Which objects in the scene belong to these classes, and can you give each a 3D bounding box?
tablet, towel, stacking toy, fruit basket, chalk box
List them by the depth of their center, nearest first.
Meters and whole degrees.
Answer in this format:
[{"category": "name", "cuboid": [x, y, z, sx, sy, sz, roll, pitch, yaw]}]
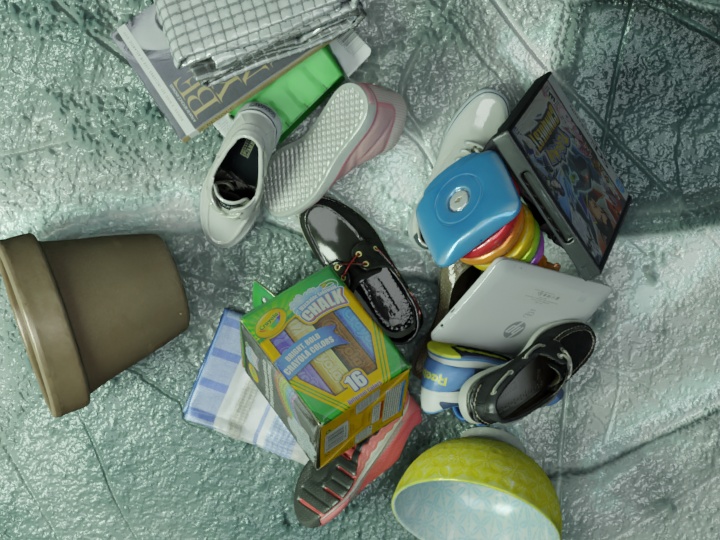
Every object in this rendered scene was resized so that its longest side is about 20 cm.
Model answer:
[{"category": "towel", "cuboid": [-0.113, -0.294, 1.271, 0.199, 0.086, 0.166, -22, 76, 0]}, {"category": "stacking toy", "cuboid": [0.163, -0.031, 1.364, 0.116, 0.110, 0.200, -38, 133, 19]}, {"category": "fruit basket", "cuboid": [-0.118, -0.247, 1.366, 0.185, 0.094, 0.200, -45, 84, 4]}, {"category": "chalk box", "cuboid": [-0.053, 0.090, 1.368, 0.123, 0.125, 0.200, -30, 65, -19]}, {"category": "tablet", "cuboid": [0.183, 0.048, 1.389, 0.199, 0.014, 0.130, 13, 127, -41]}, {"category": "towel", "cuboid": [-0.095, 0.145, 1.459, 0.199, 0.024, 0.148, 23, 97, -7]}]

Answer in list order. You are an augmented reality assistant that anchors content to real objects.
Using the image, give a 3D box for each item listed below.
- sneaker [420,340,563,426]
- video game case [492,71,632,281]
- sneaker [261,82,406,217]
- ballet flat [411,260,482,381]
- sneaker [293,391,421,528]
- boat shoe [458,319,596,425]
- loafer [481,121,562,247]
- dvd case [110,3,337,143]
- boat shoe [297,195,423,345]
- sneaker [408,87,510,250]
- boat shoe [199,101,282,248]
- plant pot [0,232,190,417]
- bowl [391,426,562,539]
[{"category": "sneaker", "cuboid": [0.146, 0.137, 1.423, 0.199, 0.074, 0.083, 15, 94, -32]}, {"category": "video game case", "cuboid": [0.225, -0.108, 1.351, 0.025, 0.200, 0.181, -28, 103, 31]}, {"category": "sneaker", "cuboid": [-0.023, -0.132, 1.388, 0.200, 0.104, 0.076, -45, 69, 33]}, {"category": "ballet flat", "cuboid": [0.111, 0.042, 1.428, 0.067, 0.046, 0.201, 6, 107, -48]}, {"category": "sneaker", "cuboid": [0.006, 0.224, 1.443, 0.200, 0.074, 0.087, -52, 136, -4]}, {"category": "boat shoe", "cuboid": [0.198, 0.112, 1.369, 0.199, 0.060, 0.074, -23, 103, -31]}, {"category": "loafer", "cuboid": [0.202, -0.076, 1.400, 0.063, 0.072, 0.200, -44, 112, -11]}, {"category": "dvd case", "cuboid": [-0.146, -0.249, 1.314, 0.200, 0.016, 0.149, -35, 76, 0]}, {"category": "boat shoe", "cuboid": [0.002, -0.002, 1.420, 0.074, 0.063, 0.202, -36, 99, 6]}, {"category": "sneaker", "cuboid": [0.117, -0.109, 1.401, 0.073, 0.071, 0.201, 22, 98, -7]}, {"category": "boat shoe", "cuboid": [-0.136, -0.089, 1.348, 0.072, 0.066, 0.200, 27, 132, -5]}, {"category": "plant pot", "cuboid": [-0.287, 0.037, 1.360, 0.174, 0.200, 0.201, -20, 102, -18]}, {"category": "bowl", "cuboid": [0.144, 0.247, 1.438, 0.199, 0.200, 0.108, 24, 56, -7]}]
